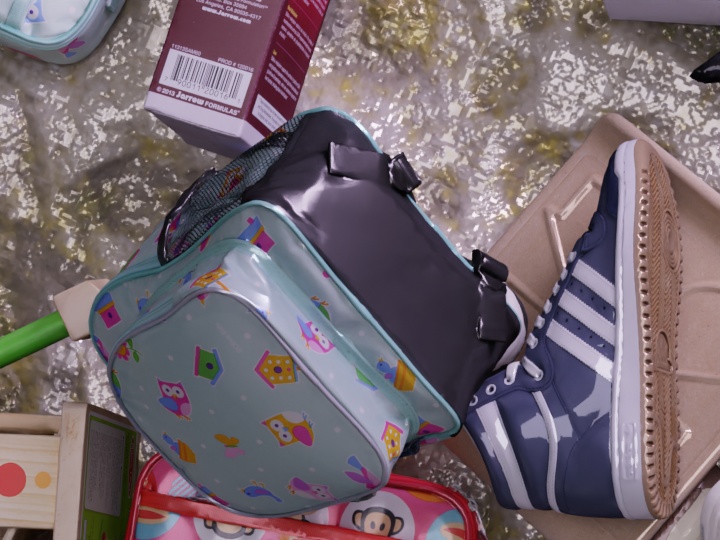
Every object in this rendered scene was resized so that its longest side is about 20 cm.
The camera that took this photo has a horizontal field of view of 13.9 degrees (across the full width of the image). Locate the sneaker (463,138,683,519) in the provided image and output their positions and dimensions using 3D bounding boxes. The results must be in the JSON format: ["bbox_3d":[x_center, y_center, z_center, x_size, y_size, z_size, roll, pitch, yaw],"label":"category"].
[{"bbox_3d":[0.109,0.032,1.539,0.108,0.070,0.201,-5,74,25],"label":"sneaker"}]

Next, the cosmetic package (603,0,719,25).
[{"bbox_3d":[0.234,-0.237,1.587,0.199,0.123,0.201,5,84,8],"label":"cosmetic package"}]

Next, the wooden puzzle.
[{"bbox_3d":[0.137,0.043,1.588,0.185,0.046,0.200,42,96,32],"label":"wooden puzzle"}]

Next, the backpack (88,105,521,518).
[{"bbox_3d":[-0.043,0.036,1.512,0.176,0.200,0.154,46,57,-15],"label":"backpack"}]

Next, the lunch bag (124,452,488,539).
[{"bbox_3d":[-0.030,0.168,1.604,0.199,0.082,0.177,9,80,11],"label":"lunch bag"}]

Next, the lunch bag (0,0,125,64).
[{"bbox_3d":[-0.180,-0.228,1.676,0.160,0.077,0.201,25,87,11],"label":"lunch bag"}]

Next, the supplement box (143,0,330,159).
[{"bbox_3d":[-0.052,-0.166,1.632,0.061,0.109,0.201,18,85,11],"label":"supplement box"}]

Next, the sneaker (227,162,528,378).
[{"bbox_3d":[0.000,0.000,1.600,0.199,0.077,0.076,27,86,25],"label":"sneaker"}]

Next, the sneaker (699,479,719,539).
[{"bbox_3d":[0.225,0.203,1.519,0.075,0.100,0.201,-22,113,-2],"label":"sneaker"}]

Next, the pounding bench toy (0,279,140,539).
[{"bbox_3d":[-0.211,0.100,1.615,0.155,0.124,0.201,2,83,10],"label":"pounding bench toy"}]

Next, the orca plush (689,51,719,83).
[{"bbox_3d":[0.244,-0.032,1.588,0.200,0.105,0.071,48,125,12],"label":"orca plush"}]

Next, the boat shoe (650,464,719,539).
[{"bbox_3d":[0.146,0.199,1.574,0.075,0.075,0.202,40,95,-10],"label":"boat shoe"}]
